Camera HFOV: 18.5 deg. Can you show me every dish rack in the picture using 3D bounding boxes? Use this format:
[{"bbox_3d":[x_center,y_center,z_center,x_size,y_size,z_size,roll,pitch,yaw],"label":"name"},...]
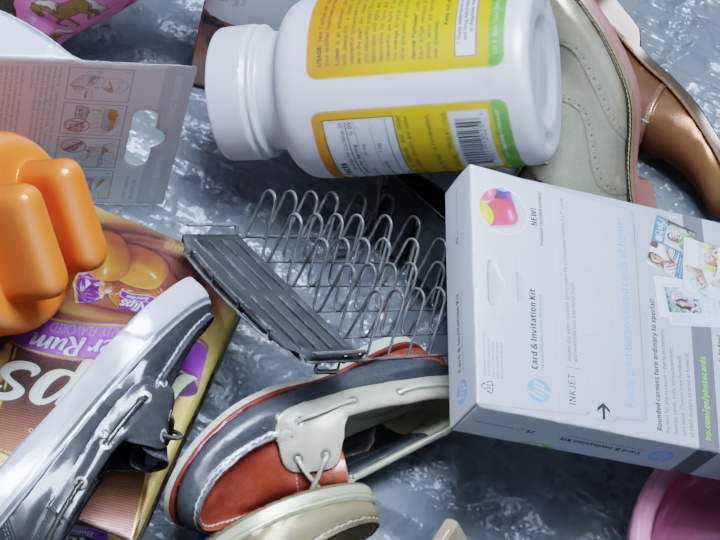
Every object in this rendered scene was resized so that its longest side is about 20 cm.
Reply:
[{"bbox_3d":[0.000,0.000,1.306,0.200,0.055,0.153,-2,32,-42],"label":"dish rack"}]

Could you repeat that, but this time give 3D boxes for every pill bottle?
[{"bbox_3d":[0.014,-0.113,1.329,0.200,0.111,0.111,-3,54,16],"label":"pill bottle"}]

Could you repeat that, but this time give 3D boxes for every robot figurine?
[{"bbox_3d":[-0.242,-0.017,1.252,0.200,0.117,0.144,-4,60,33],"label":"robot figurine"}]

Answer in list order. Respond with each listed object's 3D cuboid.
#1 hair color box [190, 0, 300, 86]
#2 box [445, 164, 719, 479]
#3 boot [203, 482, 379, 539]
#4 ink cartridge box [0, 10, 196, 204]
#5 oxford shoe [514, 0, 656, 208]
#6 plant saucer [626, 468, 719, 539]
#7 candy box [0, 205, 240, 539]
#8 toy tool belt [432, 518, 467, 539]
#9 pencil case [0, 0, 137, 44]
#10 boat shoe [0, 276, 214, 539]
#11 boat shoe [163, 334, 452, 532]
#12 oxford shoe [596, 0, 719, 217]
[{"bbox_3d":[-0.002,-0.149,1.427,0.200,0.111,0.064,16,53,-2],"label":"hair color box"},{"bbox_3d":[0.147,0.033,1.272,0.200,0.041,0.156,12,58,-20],"label":"box"},{"bbox_3d":[-0.046,0.215,1.200,0.200,0.072,0.155,-26,67,-24],"label":"boot"},{"bbox_3d":[-0.209,-0.098,1.314,0.200,0.163,0.057,-3,63,-15],"label":"ink cartridge box"},{"bbox_3d":[0.131,-0.087,1.384,0.074,0.071,0.200,-24,107,-24],"label":"oxford shoe"},{"bbox_3d":[0.249,0.185,1.301,0.200,0.051,0.201,6,56,-9],"label":"plant saucer"},{"bbox_3d":[-0.150,0.066,1.284,0.117,0.056,0.200,22,56,1],"label":"candy box"},{"bbox_3d":[0.060,0.243,1.168,0.125,0.200,0.123,-11,16,26],"label":"toy tool belt"},{"bbox_3d":[-0.175,-0.188,1.369,0.200,0.083,0.087,-21,31,23],"label":"pencil case"},{"bbox_3d":[-0.133,0.089,1.200,0.066,0.070,0.200,39,57,3],"label":"boat shoe"},{"bbox_3d":[-0.022,0.101,1.277,0.200,0.071,0.063,-26,47,-33],"label":"boat shoe"},{"bbox_3d":[0.186,-0.103,1.481,0.071,0.071,0.200,-37,69,-1],"label":"oxford shoe"}]
